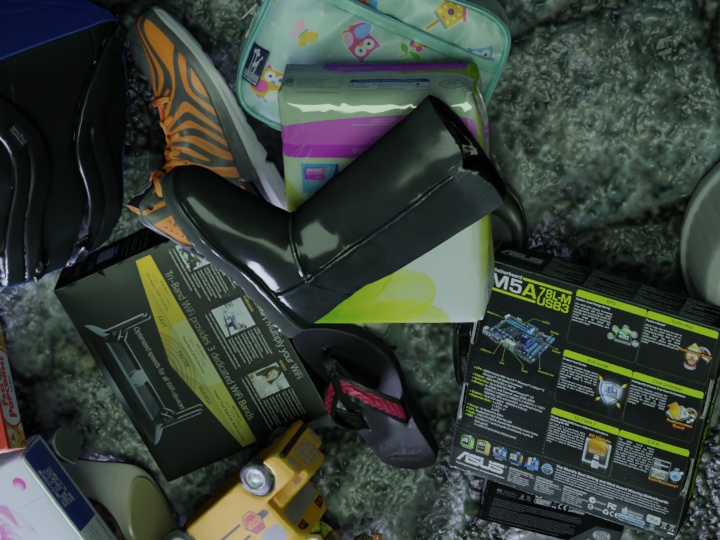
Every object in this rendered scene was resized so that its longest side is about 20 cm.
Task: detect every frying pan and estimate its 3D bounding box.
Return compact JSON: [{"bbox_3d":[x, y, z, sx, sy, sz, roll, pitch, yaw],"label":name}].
[{"bbox_3d":[0.071,0.012,1.671,0.114,0.031,0.191,8,115,-25],"label":"frying pan"}]

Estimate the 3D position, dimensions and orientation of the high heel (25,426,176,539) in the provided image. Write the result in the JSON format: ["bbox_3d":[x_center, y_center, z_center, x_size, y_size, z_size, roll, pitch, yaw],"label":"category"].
[{"bbox_3d":[-0.250,0.207,1.799,0.142,0.072,0.200,-15,131,36],"label":"high heel"}]

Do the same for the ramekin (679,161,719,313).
[{"bbox_3d":[0.353,-0.002,1.628,0.200,0.094,0.204,1,116,2],"label":"ramekin"}]

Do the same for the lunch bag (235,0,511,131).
[{"bbox_3d":[0.007,-0.169,1.576,0.199,0.077,0.161,21,116,-8],"label":"lunch bag"}]

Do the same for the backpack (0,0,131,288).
[{"bbox_3d":[-0.264,-0.104,1.575,0.162,0.167,0.201,-23,127,-32],"label":"backpack"}]

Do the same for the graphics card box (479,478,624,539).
[{"bbox_3d":[0.181,0.129,1.726,0.124,0.051,0.201,12,115,-2],"label":"graphics card box"}]

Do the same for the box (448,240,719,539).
[{"bbox_3d":[0.180,0.095,1.642,0.199,0.048,0.195,17,114,17],"label":"box"}]

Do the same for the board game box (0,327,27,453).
[{"bbox_3d":[-0.365,0.064,1.680,0.150,0.046,0.202,-15,84,10],"label":"board game box"}]

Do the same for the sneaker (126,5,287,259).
[{"bbox_3d":[-0.141,-0.096,1.590,0.112,0.078,0.201,-31,94,-6],"label":"sneaker"}]

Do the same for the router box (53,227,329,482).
[{"bbox_3d":[-0.135,0.057,1.708,0.156,0.052,0.201,-22,112,13],"label":"router box"}]

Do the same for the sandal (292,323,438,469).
[{"bbox_3d":[0.007,0.111,1.695,0.075,0.045,0.200,-6,136,30],"label":"sandal"}]

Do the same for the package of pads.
[{"bbox_3d":[0.023,-0.056,1.553,0.153,0.068,0.201,0,120,6],"label":"package of pads"}]

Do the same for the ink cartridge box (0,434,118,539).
[{"bbox_3d":[-0.286,0.257,1.755,0.199,0.043,0.197,-28,104,33],"label":"ink cartridge box"}]

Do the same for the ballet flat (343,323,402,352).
[{"bbox_3d":[0.000,0.000,1.663,0.068,0.071,0.202,3,116,3],"label":"ballet flat"}]

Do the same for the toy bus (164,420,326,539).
[{"bbox_3d":[-0.097,0.211,1.718,0.078,0.065,0.200,46,122,-3],"label":"toy bus"}]

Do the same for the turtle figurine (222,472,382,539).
[{"bbox_3d":[-0.038,0.232,1.780,0.199,0.064,0.162,-24,103,31],"label":"turtle figurine"}]

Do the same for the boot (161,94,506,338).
[{"bbox_3d":[-0.018,-0.059,1.477,0.199,0.066,0.165,-32,120,25],"label":"boot"}]
